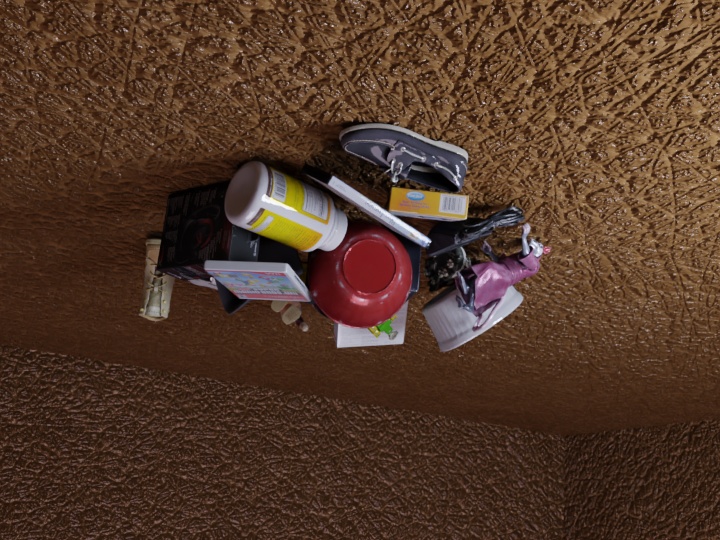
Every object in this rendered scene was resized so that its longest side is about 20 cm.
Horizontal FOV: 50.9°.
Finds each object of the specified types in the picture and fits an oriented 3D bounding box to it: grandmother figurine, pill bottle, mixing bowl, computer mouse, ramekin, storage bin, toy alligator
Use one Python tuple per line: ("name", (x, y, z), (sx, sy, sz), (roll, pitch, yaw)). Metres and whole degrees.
("grandmother figurine", (-0.160, 0.090, 1.726), (0.060, 0.122, 0.200), (-34, 180, -3))
("pill bottle", (-0.119, -0.099, 1.267), (0.199, 0.110, 0.109), (22, 156, -39))
("mixing bowl", (0.007, 0.000, 1.354), (0.198, 0.202, 0.108), (8, 171, -7))
("computer mouse", (0.179, -0.073, 1.322), (0.138, 0.053, 0.200), (-19, 177, -29))
("ramekin", (0.222, 0.070, 1.545), (0.200, 0.098, 0.200), (-33, 180, 0))
("storage bin", (-0.214, -0.008, 1.563), (0.134, 0.147, 0.200), (-16, 172, -28))
("toy alligator", (0.037, 0.100, 1.542), (0.054, 0.059, 0.200), (43, 175, 20))

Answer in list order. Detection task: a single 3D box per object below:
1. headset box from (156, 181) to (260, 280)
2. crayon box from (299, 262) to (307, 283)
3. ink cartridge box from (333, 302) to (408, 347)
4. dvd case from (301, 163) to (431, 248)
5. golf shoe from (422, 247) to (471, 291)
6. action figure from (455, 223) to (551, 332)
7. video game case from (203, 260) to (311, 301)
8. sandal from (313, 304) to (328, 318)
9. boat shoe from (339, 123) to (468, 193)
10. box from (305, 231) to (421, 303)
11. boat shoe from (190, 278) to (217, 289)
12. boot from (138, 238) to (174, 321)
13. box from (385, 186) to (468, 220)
("headset box", (-0.257, -0.069, 1.339), (0.199, 0.150, 0.075), (-7, 160, 33))
("crayon box", (-0.114, 0.026, 1.734), (0.198, 0.051, 0.127), (6, 162, 0))
("ink cartridge box", (0.025, 0.077, 1.697), (0.161, 0.201, 0.050), (-2, -152, -13))
("dvd case", (0.007, -0.103, 1.193), (0.199, 0.018, 0.143), (31, -178, -25))
("golf shoe", (0.185, -0.017, 1.505), (0.087, 0.078, 0.200), (-11, 168, -10))
("action figure", (0.274, 0.006, 1.395), (0.199, 0.150, 0.134), (-24, 177, -14))
("video game case", (-0.174, 0.021, 1.323), (0.142, 0.018, 0.200), (2, 164, 9))
("sandal", (-0.073, 0.085, 1.737), (0.199, 0.048, 0.075), (17, 159, -28))
("boat shoe", (0.064, -0.160, 1.098), (0.198, 0.063, 0.073), (11, 160, -16))
("box", (0.000, 0.000, 1.516), (0.198, 0.118, 0.197), (8, 162, -10))
("boat shoe", (-0.318, 0.012, 1.718), (0.198, 0.074, 0.067), (0, 164, 19))
("boot", (-0.445, 0.023, 1.659), (0.072, 0.157, 0.200), (10, 161, -11))
("box", (0.102, -0.104, 1.217), (0.118, 0.042, 0.200), (6, -176, -1))
